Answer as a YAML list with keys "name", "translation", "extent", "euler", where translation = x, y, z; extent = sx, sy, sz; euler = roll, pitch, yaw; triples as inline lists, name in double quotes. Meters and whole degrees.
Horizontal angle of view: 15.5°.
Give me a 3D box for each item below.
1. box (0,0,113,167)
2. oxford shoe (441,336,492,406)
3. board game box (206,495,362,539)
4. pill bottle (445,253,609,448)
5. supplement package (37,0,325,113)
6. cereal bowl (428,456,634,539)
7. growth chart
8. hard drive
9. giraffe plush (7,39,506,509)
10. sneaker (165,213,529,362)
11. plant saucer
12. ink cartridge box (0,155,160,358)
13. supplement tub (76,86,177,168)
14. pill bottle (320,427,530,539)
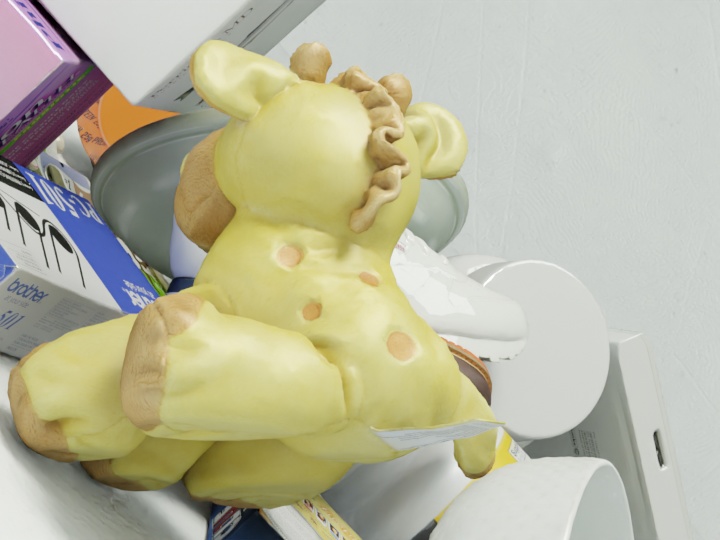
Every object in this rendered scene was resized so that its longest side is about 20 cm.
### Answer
- name: "box"
  translation: [-0.215, -0.133, 1.271]
  extent: [0.176, 0.097, 0.200]
  euler: [48, 7, 0]
- name: "oxford shoe"
  translation: [-0.015, 0.067, 1.218]
  extent: [0.199, 0.071, 0.073]
  euler: [2, 31, -33]
- name: "board game box"
  translation: [0.010, 0.174, 1.209]
  extent: [0.200, 0.035, 0.136]
  euler: [47, 6, -8]
- name: "pill bottle"
  translation: [0.045, 0.051, 1.467]
  extent: [0.113, 0.114, 0.200]
  euler: [46, -25, -18]
- name: "supplement package"
  translation: [-0.090, -0.157, 1.297]
  extent: [0.117, 0.117, 0.200]
  euler: [49, 6, 2]
- name: "cereal bowl"
  translation: [0.056, 0.171, 1.053]
  extent: [0.200, 0.083, 0.201]
  euler: [2, 90, -75]
- name: "growth chart"
  translation: [-0.133, -0.012, 1.462]
  extent: [0.200, 0.018, 0.145]
  euler: [50, 6, 8]
- name: "hard drive"
  translation: [0.110, 0.093, 1.523]
  extent: [0.200, 0.026, 0.133]
  euler: [6, -67, 59]
- name: "giraffe plush"
  translation: [-0.032, -0.003, 1.061]
  extent: [0.172, 0.199, 0.163]
  euler: [32, 54, -59]
- name: "sneaker"
  translation: [0.000, 0.000, 1.296]
  extent: [0.199, 0.081, 0.076]
  euler: [11, -9, -30]
- name: "plant saucer"
  translation: [-0.043, -0.019, 1.376]
  extent: [0.200, 0.199, 0.051]
  euler: [40, 47, -53]
- name: "ink cartridge box"
  translation: [-0.149, -0.005, 1.168]
  extent: [0.094, 0.044, 0.200]
  euler: [52, 7, 18]
- name: "supplement tub"
  translation: [-0.092, -0.075, 1.646]
  extent: [0.123, 0.122, 0.200]
  euler: [50, 6, 24]
- name: "pill bottle"
  translation: [0.055, 0.143, 1.347]
  extent: [0.200, 0.112, 0.112]
  euler: [47, 6, -5]
